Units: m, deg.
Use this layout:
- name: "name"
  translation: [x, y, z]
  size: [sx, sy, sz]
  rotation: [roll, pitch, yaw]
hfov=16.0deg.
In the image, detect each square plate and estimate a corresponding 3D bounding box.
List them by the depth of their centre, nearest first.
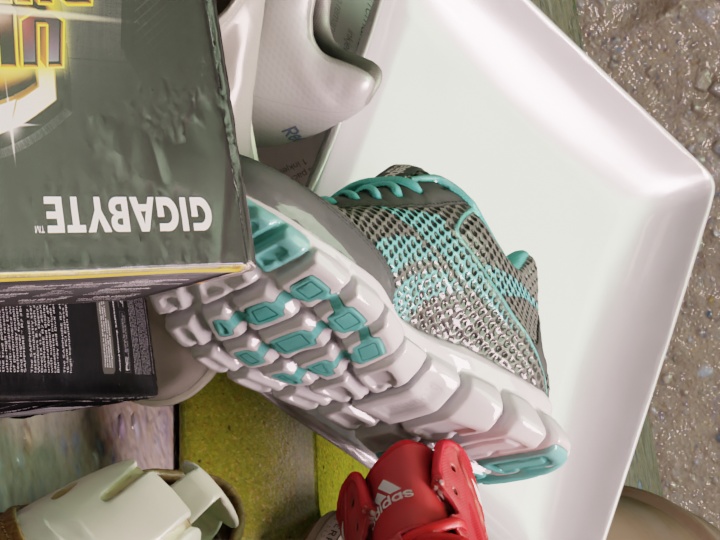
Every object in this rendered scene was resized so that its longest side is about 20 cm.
- name: "square plate"
  translation: [0.044, -0.001, 0.955]
  size: [0.198, 0.028, 0.200]
  rotation: [38, 60, -35]

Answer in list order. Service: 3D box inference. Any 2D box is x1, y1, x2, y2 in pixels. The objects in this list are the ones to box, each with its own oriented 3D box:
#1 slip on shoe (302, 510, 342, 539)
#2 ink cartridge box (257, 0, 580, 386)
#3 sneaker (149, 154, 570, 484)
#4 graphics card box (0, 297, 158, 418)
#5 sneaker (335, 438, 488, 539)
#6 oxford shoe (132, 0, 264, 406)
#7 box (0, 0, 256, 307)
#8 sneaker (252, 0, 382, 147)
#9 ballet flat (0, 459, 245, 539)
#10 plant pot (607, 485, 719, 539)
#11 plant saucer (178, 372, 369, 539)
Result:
- name: "slip on shoe"
  translation: [0.009, 0.178, 1.020]
  size: [0.076, 0.060, 0.200]
  rotation: [-56, 155, -45]
- name: "ink cartridge box"
  translation: [0.011, -0.048, 1.034]
  size: [0.200, 0.087, 0.146]
  rotation: [49, 35, -31]
- name: "sneaker"
  translation: [0.000, 0.000, 0.848]
  size: [0.200, 0.077, 0.091]
  rotation: [38, 48, -47]
- name: "graphics card box"
  translation: [-0.112, -0.022, 0.709]
  size: [0.200, 0.051, 0.126]
  rotation: [6, 74, -77]
- name: "sneaker"
  translation: [0.011, 0.102, 0.797]
  size: [0.200, 0.078, 0.116]
  rotation: [81, -9, -69]
- name: "oxford shoe"
  translation: [-0.066, -0.049, 0.835]
  size: [0.058, 0.075, 0.201]
  rotation: [-57, 157, -72]
- name: "box"
  translation: [-0.111, -0.071, 0.577]
  size: [0.200, 0.049, 0.160]
  rotation: [-1, 79, -55]
- name: "sneaker"
  translation: [-0.042, -0.137, 0.886]
  size: [0.075, 0.087, 0.201]
  rotation: [-32, 111, -76]
- name: "ballet flat"
  translation: [-0.072, 0.086, 0.741]
  size: [0.068, 0.072, 0.200]
  rotation: [49, 8, 8]
- name: "plant pot"
  translation: [0.080, 0.180, 1.224]
  size: [0.173, 0.199, 0.201]
  rotation: [37, 43, -52]
- name: "plant saucer"
  translation: [-0.025, 0.073, 1.079]
  size: [0.200, 0.048, 0.200]
  rotation: [62, 21, -57]
